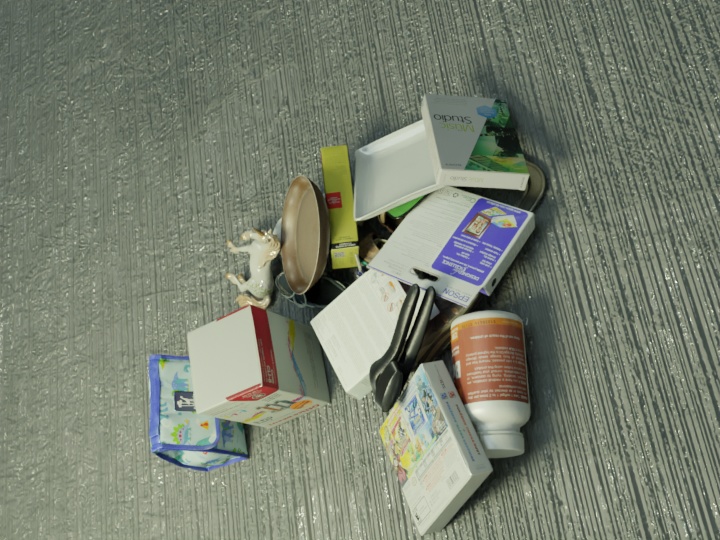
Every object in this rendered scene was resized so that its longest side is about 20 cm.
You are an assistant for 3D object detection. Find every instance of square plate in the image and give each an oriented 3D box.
[{"bbox_3d":[0.080,-0.175,1.530,0.198,0.029,0.200,-22,38,19],"label":"square plate"}]

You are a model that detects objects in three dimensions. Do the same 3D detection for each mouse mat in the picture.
[{"bbox_3d":[0.100,-0.174,1.543,0.199,0.008,0.161,-40,36,-4],"label":"mouse mat"}]

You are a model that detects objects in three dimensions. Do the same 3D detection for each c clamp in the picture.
[{"bbox_3d":[0.215,-0.117,1.492,0.200,0.027,0.172,39,97,37],"label":"c clamp"}]

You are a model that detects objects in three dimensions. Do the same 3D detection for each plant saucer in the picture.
[{"bbox_3d":[-0.092,-0.060,1.557,0.200,0.032,0.203,180,90,-68],"label":"plant saucer"}]

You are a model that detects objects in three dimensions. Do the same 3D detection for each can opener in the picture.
[{"bbox_3d":[0.068,0.113,1.370,0.079,0.063,0.202,40,113,53],"label":"can opener"}]

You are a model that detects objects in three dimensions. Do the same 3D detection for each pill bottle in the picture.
[{"bbox_3d":[0.193,0.170,1.351,0.111,0.112,0.203,-13,66,30],"label":"pill bottle"}]

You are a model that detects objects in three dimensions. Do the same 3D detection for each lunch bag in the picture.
[{"bbox_3d":[-0.296,0.248,1.603,0.126,0.199,0.172,-23,61,26],"label":"lunch bag"}]

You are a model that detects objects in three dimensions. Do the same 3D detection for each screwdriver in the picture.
[{"bbox_3d":[0.000,0.000,1.503,0.027,0.200,0.030,-12,82,1],"label":"screwdriver"}]

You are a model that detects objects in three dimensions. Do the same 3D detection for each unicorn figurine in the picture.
[{"bbox_3d":[-0.192,-0.020,1.679,0.136,0.202,0.074,18,40,41],"label":"unicorn figurine"}]

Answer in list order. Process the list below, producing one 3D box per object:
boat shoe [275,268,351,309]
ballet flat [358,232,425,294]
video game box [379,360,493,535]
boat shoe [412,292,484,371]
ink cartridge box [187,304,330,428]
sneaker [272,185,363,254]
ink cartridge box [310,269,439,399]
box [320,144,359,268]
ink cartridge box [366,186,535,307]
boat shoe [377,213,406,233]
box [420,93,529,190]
[{"bbox_3d":[-0.083,0.035,1.619,0.199,0.062,0.076,21,87,38],"label":"boat shoe"},{"bbox_3d":[0.063,-0.003,1.534,0.067,0.068,0.200,-49,55,1],"label":"ballet flat"},{"bbox_3d":[0.105,0.265,1.356,0.184,0.046,0.201,64,147,30],"label":"video game box"},{"bbox_3d":[0.126,0.085,1.454,0.200,0.073,0.075,-46,51,20],"label":"boat shoe"},{"bbox_3d":[-0.169,0.167,1.547,0.144,0.199,0.146,-25,63,25],"label":"ink cartridge box"},{"bbox_3d":[-0.080,-0.074,1.648,0.199,0.075,0.101,-31,57,22],"label":"sneaker"},{"bbox_3d":[0.028,0.083,1.476,0.200,0.047,0.161,-41,49,11],"label":"ink cartridge box"},{"bbox_3d":[-0.035,-0.110,1.562,0.049,0.075,0.203,-5,65,-2],"label":"box"},{"bbox_3d":[0.142,-0.037,1.429,0.197,0.044,0.201,22,62,34],"label":"ink cartridge box"},{"bbox_3d":[0.063,-0.102,1.562,0.072,0.072,0.201,-41,56,15],"label":"boat shoe"},{"bbox_3d":[0.179,-0.207,1.455,0.142,0.037,0.202,2,46,-9],"label":"box"}]
